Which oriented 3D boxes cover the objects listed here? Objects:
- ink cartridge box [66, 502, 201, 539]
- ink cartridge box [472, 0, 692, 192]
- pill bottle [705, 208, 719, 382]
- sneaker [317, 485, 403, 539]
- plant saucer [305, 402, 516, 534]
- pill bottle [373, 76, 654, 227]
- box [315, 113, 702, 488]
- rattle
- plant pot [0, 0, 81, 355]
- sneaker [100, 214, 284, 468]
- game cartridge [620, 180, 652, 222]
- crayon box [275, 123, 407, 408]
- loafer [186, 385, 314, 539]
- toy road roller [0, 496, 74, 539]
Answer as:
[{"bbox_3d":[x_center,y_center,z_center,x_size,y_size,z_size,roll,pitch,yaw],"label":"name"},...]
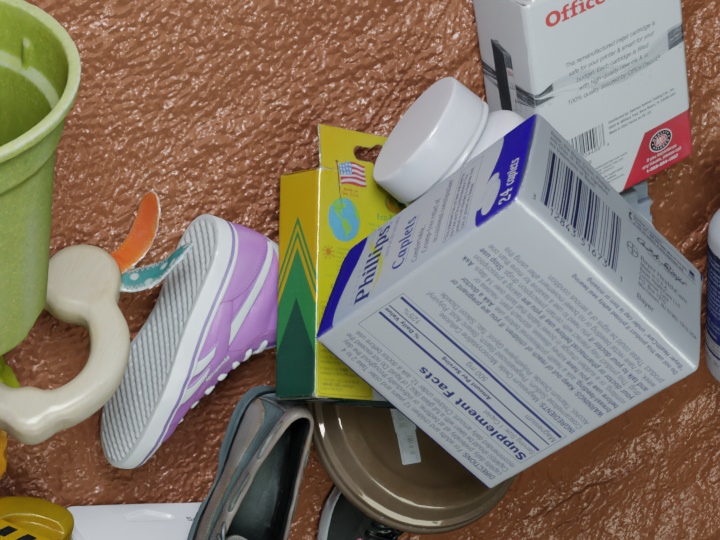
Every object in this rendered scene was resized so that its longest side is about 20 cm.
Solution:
[{"bbox_3d":[-0.180,0.291,1.405,0.144,0.084,0.202,3,111,-35],"label":"ink cartridge box"},{"bbox_3d":[0.174,-0.161,1.400,0.143,0.084,0.202,-27,129,-19],"label":"ink cartridge box"},{"bbox_3d":[0.363,0.002,1.595,0.110,0.111,0.202,-20,124,-23],"label":"pill bottle"},{"bbox_3d":[0.033,0.197,1.489,0.070,0.099,0.201,17,105,-40],"label":"sneaker"},{"bbox_3d":[0.051,0.106,1.422,0.198,0.029,0.202,7,73,-24],"label":"plant saucer"},{"bbox_3d":[0.114,-0.046,1.333,0.199,0.113,0.114,37,91,-16],"label":"pill bottle"},{"bbox_3d":[0.105,0.026,1.249,0.184,0.105,0.199,41,126,-20],"label":"box"},{"bbox_3d":[-0.201,0.055,1.282,0.200,0.129,0.144,-53,148,-34],"label":"rattle"},{"bbox_3d":[-0.267,-0.047,1.121,0.199,0.201,0.186,-20,135,-23],"label":"plant pot"},{"bbox_3d":[-0.110,0.067,1.346,0.114,0.073,0.202,22,101,-42],"label":"sneaker"},{"bbox_3d":[0.190,0.027,1.545,0.132,0.042,0.202,-16,122,-21],"label":"game cartridge"},{"bbox_3d":[0.000,0.000,1.351,0.126,0.051,0.203,9,80,-41],"label":"crayon box"},{"bbox_3d":[-0.082,0.188,1.339,0.071,0.063,0.202,13,90,-35],"label":"loafer"},{"bbox_3d":[-0.288,0.217,1.279,0.198,0.146,0.124,21,114,6],"label":"toy road roller"}]
